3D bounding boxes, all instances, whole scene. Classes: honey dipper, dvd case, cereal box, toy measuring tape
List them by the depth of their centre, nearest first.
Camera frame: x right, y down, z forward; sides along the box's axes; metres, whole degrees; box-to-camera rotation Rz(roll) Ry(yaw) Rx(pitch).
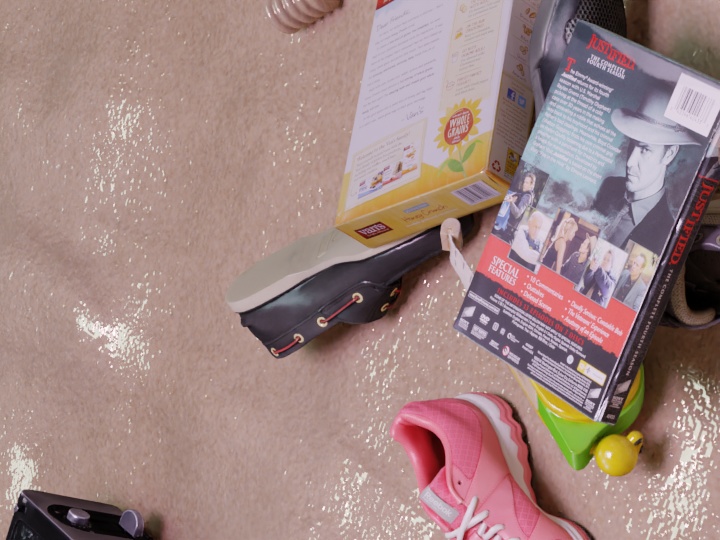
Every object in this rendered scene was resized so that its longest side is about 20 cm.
[{"bbox_3d":[0.136,-0.030,1.402,0.146,0.022,0.201,32,104,51],"label":"dvd case"},{"bbox_3d":[0.121,0.039,1.490,0.074,0.073,0.201,-50,56,32],"label":"toy measuring tape"},{"bbox_3d":[0.057,-0.125,1.584,0.143,0.039,0.201,-19,51,46],"label":"cereal box"},{"bbox_3d":[0.009,-0.222,1.702,0.199,0.038,0.038,-27,63,41],"label":"honey dipper"}]

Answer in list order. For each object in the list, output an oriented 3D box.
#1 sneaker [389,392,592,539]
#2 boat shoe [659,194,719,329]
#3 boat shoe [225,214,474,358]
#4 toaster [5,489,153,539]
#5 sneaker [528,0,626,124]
[{"bbox_3d":[0.077,0.159,1.515,0.074,0.086,0.201,-55,47,29],"label":"sneaker"},{"bbox_3d":[0.188,0.001,1.394,0.199,0.072,0.065,-12,38,33],"label":"boat shoe"},{"bbox_3d":[0.001,-0.002,1.656,0.201,0.063,0.074,-27,21,31],"label":"boat shoe"},{"bbox_3d":[-0.195,0.284,1.788,0.181,0.118,0.201,32,107,48],"label":"toaster"},{"bbox_3d":[0.157,-0.091,1.476,0.114,0.076,0.201,4,90,48],"label":"sneaker"}]
